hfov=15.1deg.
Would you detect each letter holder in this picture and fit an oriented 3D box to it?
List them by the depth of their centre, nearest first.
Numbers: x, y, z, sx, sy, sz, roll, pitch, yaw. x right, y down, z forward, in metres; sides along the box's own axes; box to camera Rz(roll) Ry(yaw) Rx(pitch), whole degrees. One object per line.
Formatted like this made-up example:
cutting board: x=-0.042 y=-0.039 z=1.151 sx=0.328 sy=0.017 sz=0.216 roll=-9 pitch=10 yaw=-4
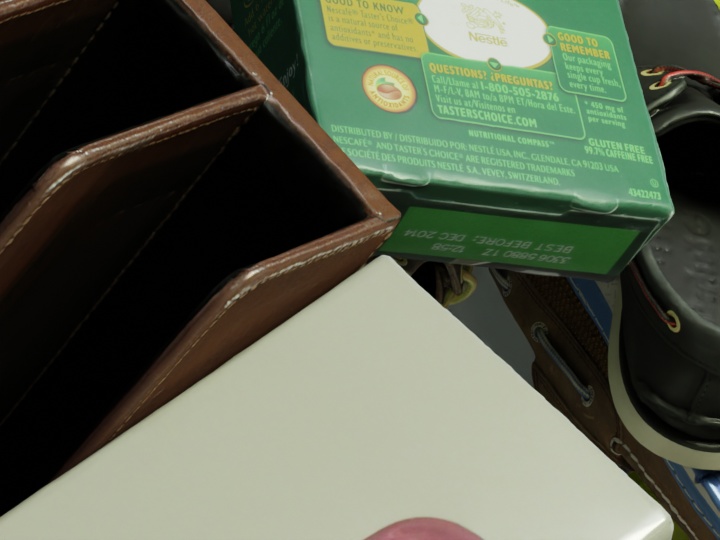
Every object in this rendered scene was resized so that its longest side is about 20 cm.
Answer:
letter holder: x=-0.110 y=0.031 z=0.696 sx=0.101 sy=0.200 sz=0.142 roll=47 pitch=30 yaw=10

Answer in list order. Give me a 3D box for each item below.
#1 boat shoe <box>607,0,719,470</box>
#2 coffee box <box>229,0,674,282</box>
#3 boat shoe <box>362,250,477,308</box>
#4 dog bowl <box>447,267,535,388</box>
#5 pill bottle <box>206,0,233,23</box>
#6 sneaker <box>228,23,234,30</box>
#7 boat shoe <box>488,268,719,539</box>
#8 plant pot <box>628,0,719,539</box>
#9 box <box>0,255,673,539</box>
boat shoe: x=0.110 y=-0.033 z=0.881 sx=0.073 sy=0.063 sz=0.202 roll=8 pitch=47 yaw=-11
coffee box: x=0.018 y=-0.094 z=0.845 sx=0.122 sy=0.044 sz=0.201 roll=6 pitch=55 yaw=-26
boat shoe: x=0.000 y=0.000 z=0.846 sx=0.060 sy=0.072 sz=0.200 roll=44 pitch=35 yaw=5
dog bowl: x=-0.021 y=0.035 z=0.925 sx=0.199 sy=0.079 sz=0.201 roll=30 pitch=34 yaw=-23
pill bottle: x=-0.016 y=-0.151 z=0.970 sx=0.199 sy=0.117 sz=0.117 roll=-12 pitch=58 yaw=-24
sneaker: x=-0.011 y=-0.103 z=1.123 sx=0.201 sy=0.077 sz=0.085 roll=61 pitch=27 yaw=5
boat shoe: x=0.098 y=0.031 z=0.916 sx=0.072 sy=0.073 sz=0.201 roll=-5 pitch=55 yaw=-32
plant pot: x=0.154 y=0.030 z=1.044 sx=0.198 sy=0.181 sz=0.201 roll=13 pitch=43 yaw=-43
box: x=-0.035 y=0.113 z=0.676 sx=0.200 sy=0.128 sz=0.109 roll=-34 pitch=63 yaw=-30
